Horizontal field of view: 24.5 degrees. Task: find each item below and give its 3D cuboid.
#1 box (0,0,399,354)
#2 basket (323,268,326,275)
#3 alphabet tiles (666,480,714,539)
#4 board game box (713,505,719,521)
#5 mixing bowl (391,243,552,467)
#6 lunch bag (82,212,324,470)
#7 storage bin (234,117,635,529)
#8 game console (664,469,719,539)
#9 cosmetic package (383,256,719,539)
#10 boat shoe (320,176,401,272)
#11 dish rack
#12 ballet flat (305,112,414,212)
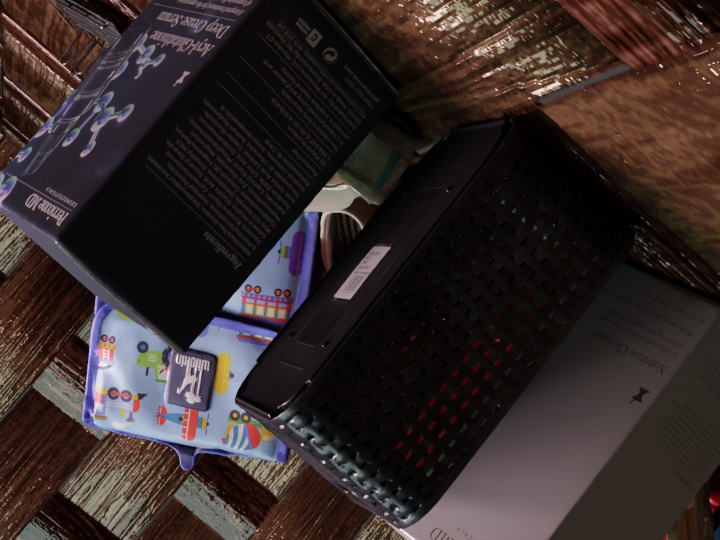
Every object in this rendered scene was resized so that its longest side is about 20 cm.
[{"bbox_3d":[-0.103,-0.074,0.980,0.107,0.200,0.148,44,170,-30],"label":"box"},{"bbox_3d":[0.034,0.075,1.321,0.200,0.149,0.143,38,171,6],"label":"basket"},{"bbox_3d":[0.211,0.179,1.031,0.015,0.201,0.196,-3,-168,17],"label":"alphabet tiles"},{"bbox_3d":[0.318,0.185,1.024,0.200,0.046,0.152,37,170,15],"label":"board game box"},{"bbox_3d":[0.052,0.045,1.085,0.200,0.199,0.109,53,-152,-56],"label":"mixing bowl"},{"bbox_3d":[-0.110,0.039,1.166,0.150,0.201,0.094,9,-176,5],"label":"lunch bag"},{"bbox_3d":[0.036,0.025,0.891,0.094,0.200,0.135,42,171,-12],"label":"storage bin"},{"bbox_3d":[0.225,0.236,1.237,0.031,0.177,0.200,37,171,22],"label":"game console"},{"bbox_3d":[0.121,0.100,0.917,0.113,0.200,0.081,28,166,50],"label":"cosmetic package"},{"bbox_3d":[0.000,0.000,1.167,0.072,0.062,0.200,12,141,21],"label":"boat shoe"},{"bbox_3d":[-0.194,-0.154,1.430,0.153,0.055,0.200,30,167,43],"label":"dish rack"},{"bbox_3d":[-0.041,-0.070,1.074,0.067,0.063,0.200,30,167,-29],"label":"ballet flat"}]
